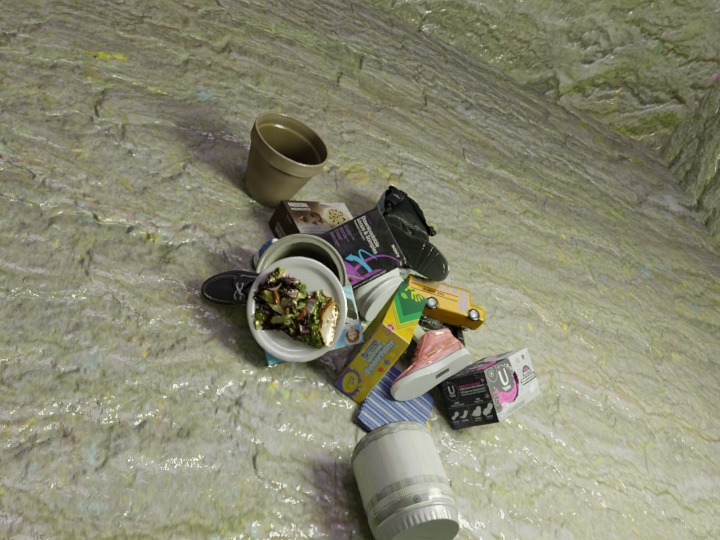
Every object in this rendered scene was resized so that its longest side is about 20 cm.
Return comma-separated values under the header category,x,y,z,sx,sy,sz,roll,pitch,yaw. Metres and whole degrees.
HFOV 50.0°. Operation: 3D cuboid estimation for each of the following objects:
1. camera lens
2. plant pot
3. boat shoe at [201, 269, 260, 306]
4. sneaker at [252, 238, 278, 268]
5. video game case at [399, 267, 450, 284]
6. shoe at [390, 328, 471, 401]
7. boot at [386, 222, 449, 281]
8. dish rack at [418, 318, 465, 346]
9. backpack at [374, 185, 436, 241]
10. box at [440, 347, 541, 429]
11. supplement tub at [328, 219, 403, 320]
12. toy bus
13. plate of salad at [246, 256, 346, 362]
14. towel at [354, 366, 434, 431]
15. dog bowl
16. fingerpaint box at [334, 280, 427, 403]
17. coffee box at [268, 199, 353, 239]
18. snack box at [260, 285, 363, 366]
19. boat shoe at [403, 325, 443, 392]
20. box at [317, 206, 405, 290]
category,x,y,z,sx,sy,sz,roll,pitch,yaw
camera lens,0.077,0.384,1.370,0.157,0.161,0.202,10,41,-31
plant pot,-0.200,-0.257,1.890,0.197,0.175,0.202,23,35,-17
boat shoe,-0.226,0.033,1.544,0.195,0.075,0.063,0,-4,1
sneaker,-0.149,0.013,1.698,0.199,0.077,0.076,39,32,0
video game case,0.131,0.013,1.933,0.197,0.024,0.182,27,21,-1
shoe,0.133,0.198,1.649,0.197,0.072,0.091,-25,50,-18
boot,0.133,-0.032,1.842,0.202,0.074,0.154,34,-4,17
dish rack,0.160,0.129,1.848,0.197,0.055,0.155,20,35,-19
backpack,0.094,-0.133,2.026,0.165,0.127,0.201,33,22,-22
box,0.289,0.257,1.702,0.198,0.131,0.117,-17,87,-49
supplement tub,0.000,0.000,1.781,0.144,0.146,0.201,-14,57,-48
toy bus,0.194,0.077,1.806,0.196,0.065,0.080,16,58,-10
plate of salad,-0.121,0.075,1.489,0.198,0.203,0.048,30,-8,-7
towel,0.074,0.290,1.611,0.144,0.024,0.201,37,35,-2
dog bowl,-0.123,0.030,1.619,0.195,0.074,0.205,0,75,0
fingerpaint box,0.044,0.148,1.590,0.073,0.201,0.167,34,33,-2
coffee box,-0.108,-0.101,1.867,0.197,0.080,0.114,-1,48,-41
snack box,-0.101,0.109,1.536,0.196,0.037,0.119,-13,83,-13
boat shoe,0.151,0.206,1.741,0.202,0.063,0.074,51,23,-2
box,-0.017,-0.036,1.699,0.197,0.036,0.145,-26,68,-6
